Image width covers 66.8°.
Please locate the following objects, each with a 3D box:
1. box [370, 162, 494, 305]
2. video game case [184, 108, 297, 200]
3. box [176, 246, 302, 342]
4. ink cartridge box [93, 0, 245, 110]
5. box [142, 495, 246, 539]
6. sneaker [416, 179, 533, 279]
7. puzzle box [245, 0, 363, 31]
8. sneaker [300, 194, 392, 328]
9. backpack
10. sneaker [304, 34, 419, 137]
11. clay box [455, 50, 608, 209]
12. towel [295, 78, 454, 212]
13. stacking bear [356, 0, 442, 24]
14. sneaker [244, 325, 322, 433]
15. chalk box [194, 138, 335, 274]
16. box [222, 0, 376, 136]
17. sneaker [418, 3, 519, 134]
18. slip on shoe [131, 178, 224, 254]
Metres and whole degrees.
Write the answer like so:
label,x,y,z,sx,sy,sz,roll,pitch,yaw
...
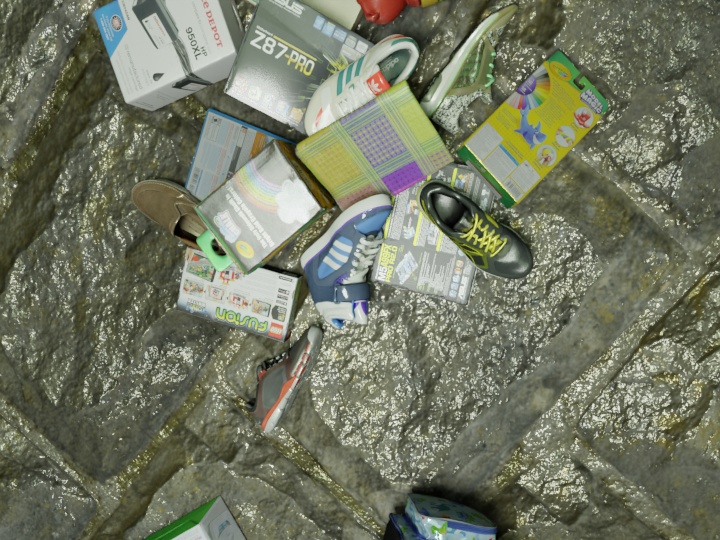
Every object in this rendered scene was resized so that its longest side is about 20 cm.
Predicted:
label,x,y,z,sx,sy,sz,roll,pitch,yaw
box,0.112,-0.065,0.837,0.156,0.044,0.205,13,99,9
video game case,-0.179,-0.157,0.888,0.196,0.018,0.146,23,100,6
box,-0.203,0.037,0.908,0.195,0.035,0.113,16,100,7
ink cartridge box,-0.285,-0.359,0.845,0.196,0.084,0.148,-19,94,11
box,-0.295,0.537,0.959,0.198,0.097,0.179,-32,92,12
sneaker,0.157,-0.051,0.765,0.198,0.085,0.075,36,102,3
puzzle box,-0.082,-0.437,0.830,0.197,0.025,0.135,31,103,4
sneaker,0.000,0.000,0.816,0.199,0.080,0.149,-38,71,33
backpack,0.140,0.437,0.831,0.196,0.183,0.150,19,80,-3
sneaker,0.001,-0.253,0.755,0.198,0.094,0.071,-38,110,5
clay box,0.245,-0.200,0.775,0.200,0.048,0.115,-44,90,-7
towel,0.016,-0.164,0.775,0.197,0.023,0.144,-24,124,29
stacking bear,0.083,-0.423,0.759,0.197,0.114,0.123,-28,56,11
sneaker,-0.133,0.169,0.896,0.081,0.077,0.203,32,101,11
chalk box,-0.154,-0.083,0.820,0.198,0.124,0.125,-37,95,10
box,-0.081,-0.292,0.807,0.197,0.049,0.164,25,102,-13
sneaker,0.167,-0.286,0.793,0.088,0.077,0.201,37,107,-10
slip on shoe,-0.293,-0.084,0.888,0.197,0.061,0.077,30,119,2
